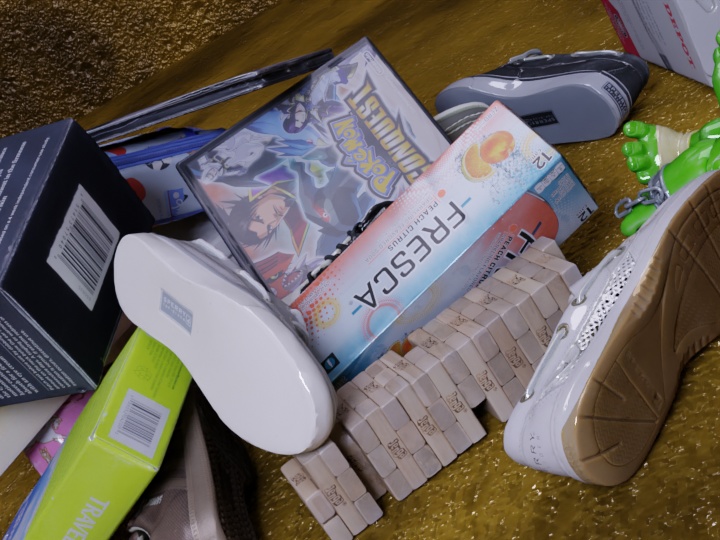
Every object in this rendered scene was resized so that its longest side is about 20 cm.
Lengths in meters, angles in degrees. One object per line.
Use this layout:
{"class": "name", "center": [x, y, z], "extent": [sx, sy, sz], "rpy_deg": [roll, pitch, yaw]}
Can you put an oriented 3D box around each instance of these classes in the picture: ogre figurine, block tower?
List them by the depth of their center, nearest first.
{"class": "block tower", "center": [0.047, 0.063, 0.640], "extent": [0.200, 0.054, 0.058], "rpy_deg": [-37, 20, -9]}
{"class": "ogre figurine", "center": [0.238, -0.102, 0.686], "extent": [0.199, 0.099, 0.120], "rpy_deg": [-25, -4, -26]}

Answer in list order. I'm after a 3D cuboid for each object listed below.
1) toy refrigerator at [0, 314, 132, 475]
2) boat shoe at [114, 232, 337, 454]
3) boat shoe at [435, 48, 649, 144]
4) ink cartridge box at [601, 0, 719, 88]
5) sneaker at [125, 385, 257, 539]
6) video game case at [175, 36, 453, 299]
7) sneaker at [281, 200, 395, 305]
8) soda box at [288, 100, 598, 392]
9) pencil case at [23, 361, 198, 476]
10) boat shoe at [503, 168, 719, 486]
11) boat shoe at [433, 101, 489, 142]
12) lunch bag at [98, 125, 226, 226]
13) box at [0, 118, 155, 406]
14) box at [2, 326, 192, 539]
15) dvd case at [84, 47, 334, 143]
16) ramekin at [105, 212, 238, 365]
{"class": "toy refrigerator", "center": [-0.244, 0.057, 0.841], "extent": [0.076, 0.070, 0.200], "rpy_deg": [10, 54, 49]}
{"class": "boat shoe", "center": [-0.067, 0.035, 0.661], "extent": [0.068, 0.073, 0.199], "rpy_deg": [-7, 25, -40]}
{"class": "boat shoe", "center": [0.146, -0.146, 0.953], "extent": [0.068, 0.074, 0.199], "rpy_deg": [-48, 24, -26]}
{"class": "ink cartridge box", "center": [0.245, -0.238, 0.910], "extent": [0.083, 0.146, 0.200], "rpy_deg": [-29, 19, 3]}
{"class": "sneaker", "center": [-0.109, 0.134, 0.691], "extent": [0.075, 0.071, 0.200], "rpy_deg": [-33, 19, 2]}
{"class": "video game case", "center": [-0.015, -0.054, 0.861], "extent": [0.180, 0.200, 0.026], "rpy_deg": [-34, -25, -3]}
{"class": "sneaker", "center": [0.000, 0.000, 0.768], "extent": [0.199, 0.080, 0.074], "rpy_deg": [-31, 36, -5]}
{"class": "soda box", "center": [0.042, -0.001, 0.694], "extent": [0.200, 0.064, 0.068], "rpy_deg": [-45, 49, 6]}
{"class": "pencil case", "center": [-0.155, 0.088, 0.860], "extent": [0.199, 0.087, 0.083], "rpy_deg": [-29, -11, 10]}
{"class": "boat shoe", "center": [0.133, 0.020, 0.581], "extent": [0.069, 0.071, 0.200], "rpy_deg": [-5, 35, 50]}
{"class": "boat shoe", "center": [0.043, -0.053, 0.900], "extent": [0.202, 0.072, 0.060], "rpy_deg": [-43, 19, -8]}
{"class": "lunch bag", "center": [-0.186, -0.081, 0.995], "extent": [0.159, 0.076, 0.200], "rpy_deg": [-18, 13, -15]}
{"class": "box", "center": [-0.258, 0.005, 0.764], "extent": [0.199, 0.105, 0.149], "rpy_deg": [-11, 46, 25]}
{"class": "box", "center": [-0.171, 0.134, 0.716], "extent": [0.200, 0.047, 0.122], "rpy_deg": [-53, 14, 30]}
{"class": "dvd case", "center": [-0.133, -0.133, 0.920], "extent": [0.199, 0.016, 0.149], "rpy_deg": [-14, 11, 24]}
{"class": "ramekin", "center": [-0.149, 0.021, 0.988], "extent": [0.201, 0.095, 0.203], "rpy_deg": [-28, 20, 11]}
